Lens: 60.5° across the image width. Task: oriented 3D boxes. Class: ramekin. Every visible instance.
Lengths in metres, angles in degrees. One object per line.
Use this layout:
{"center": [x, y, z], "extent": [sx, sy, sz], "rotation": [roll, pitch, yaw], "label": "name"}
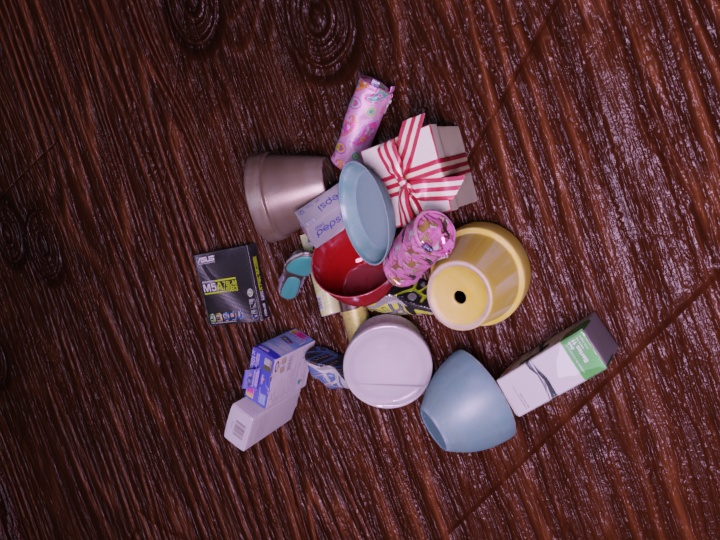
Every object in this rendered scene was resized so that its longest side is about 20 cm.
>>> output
{"center": [0.059, 0.191, 1.355], "extent": [0.196, 0.095, 0.208], "rotation": [1, 112, 2], "label": "ramekin"}

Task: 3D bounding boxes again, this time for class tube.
{"center": [-0.092, 0.005, 1.474], "extent": [0.056, 0.052, 0.206], "rotation": [-15, 87, -7], "label": "tube"}

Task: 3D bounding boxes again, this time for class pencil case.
{"center": [0.105, -0.036, 1.150], "extent": [0.200, 0.080, 0.089], "rotation": [132, 145, -65], "label": "pencil case"}
{"center": [0.004, -0.311, 1.322], "extent": [0.086, 0.087, 0.204], "rotation": [32, 114, 21], "label": "pencil case"}

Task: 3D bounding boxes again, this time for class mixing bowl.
{"center": [0.000, 0.000, 1.322], "extent": [0.196, 0.203, 0.109], "rotation": [18, 152, 26], "label": "mixing bowl"}

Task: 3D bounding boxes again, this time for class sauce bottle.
{"center": [-0.014, 0.094, 1.432], "extent": [0.063, 0.064, 0.206], "rotation": [-10, 96, 32], "label": "sauce bottle"}

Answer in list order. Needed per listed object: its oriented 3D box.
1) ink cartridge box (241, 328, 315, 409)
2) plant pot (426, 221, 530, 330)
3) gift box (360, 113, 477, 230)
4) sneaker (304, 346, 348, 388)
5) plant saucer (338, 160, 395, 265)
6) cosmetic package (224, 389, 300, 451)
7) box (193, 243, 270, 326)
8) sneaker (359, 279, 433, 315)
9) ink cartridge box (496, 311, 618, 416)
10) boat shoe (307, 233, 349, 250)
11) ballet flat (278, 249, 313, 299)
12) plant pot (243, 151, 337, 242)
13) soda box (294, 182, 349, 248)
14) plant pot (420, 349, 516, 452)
{"center": [-0.204, 0.240, 1.498], "extent": [0.075, 0.199, 0.140], "rotation": [22, 111, 24], "label": "ink cartridge box"}
{"center": [0.216, 0.024, 1.197], "extent": [0.196, 0.188, 0.207], "rotation": [8, 109, 25], "label": "plant pot"}
{"center": [0.124, -0.194, 1.214], "extent": [0.197, 0.185, 0.189], "rotation": [-20, 91, 33], "label": "gift box"}
{"center": [-0.043, 0.248, 1.490], "extent": [0.196, 0.076, 0.079], "rotation": [19, 132, 26], "label": "sneaker"}
{"center": [0.017, -0.114, 1.196], "extent": [0.200, 0.035, 0.205], "rotation": [45, 143, 47], "label": "plant saucer"}
{"center": [-0.243, 0.354, 1.547], "extent": [0.073, 0.199, 0.104], "rotation": [29, 114, 21], "label": "cosmetic package"}
{"center": [-0.339, 0.040, 1.628], "extent": [0.195, 0.047, 0.199], "rotation": [-7, 100, 31], "label": "box"}
{"center": [0.095, 0.066, 1.369], "extent": [0.195, 0.076, 0.078], "rotation": [12, 138, 25], "label": "sneaker"}
{"center": [0.372, 0.177, 1.170], "extent": [0.199, 0.146, 0.084], "rotation": [-40, 79, 30], "label": "ink cartridge box"}
{"center": [-0.027, -0.098, 1.402], "extent": [0.196, 0.077, 0.061], "rotation": [-25, 126, 23], "label": "boat shoe"}
{"center": [-0.152, -0.008, 1.467], "extent": [0.073, 0.071, 0.201], "rotation": [51, 143, 11], "label": "ballet flat"}
{"center": [-0.145, -0.179, 1.395], "extent": [0.169, 0.200, 0.206], "rotation": [-9, 97, 15], "label": "plant pot"}
{"center": [-0.038, -0.139, 1.321], "extent": [0.198, 0.069, 0.064], "rotation": [-34, 51, -10], "label": "soda box"}
{"center": [0.198, 0.284, 1.246], "extent": [0.202, 0.133, 0.201], "rotation": [55, 166, 21], "label": "plant pot"}
